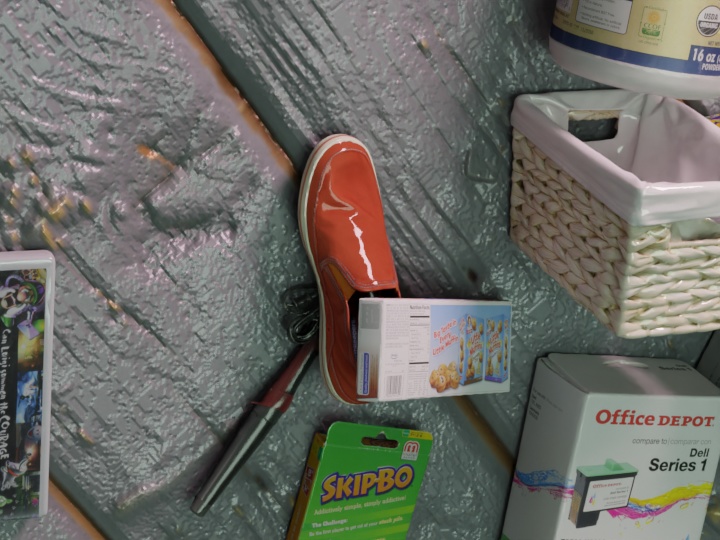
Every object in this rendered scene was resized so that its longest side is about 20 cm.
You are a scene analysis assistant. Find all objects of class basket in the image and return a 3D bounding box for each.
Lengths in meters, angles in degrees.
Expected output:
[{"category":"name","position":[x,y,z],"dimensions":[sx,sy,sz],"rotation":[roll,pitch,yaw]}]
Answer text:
[{"category":"basket","position":[0.205,-0.045,1.466],"dimensions":[0.135,0.200,0.124],"rotation":[-4,115,-23]}]

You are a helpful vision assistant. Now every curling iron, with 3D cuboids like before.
[{"category":"curling iron","position":[-0.074,0.096,1.488],"dimensions":[0.049,0.026,0.201],"rotation":[29,94,-33]}]

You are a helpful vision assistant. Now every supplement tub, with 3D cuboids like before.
[{"category":"supplement tub","position":[0.223,-0.236,1.432],"dimensions":[0.143,0.144,0.202],"rotation":[3,108,-25]}]

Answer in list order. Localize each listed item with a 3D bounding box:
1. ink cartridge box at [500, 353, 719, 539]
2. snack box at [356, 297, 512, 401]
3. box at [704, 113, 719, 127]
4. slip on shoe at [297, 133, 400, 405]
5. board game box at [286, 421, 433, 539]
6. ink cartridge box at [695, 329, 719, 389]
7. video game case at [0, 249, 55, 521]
[{"category":"ink cartridge box","position":[0.204,0.177,1.610],"dimensions":[0.144,0.084,0.202],"rotation":[3,107,-25]},{"category":"snack box","position":[0.058,0.057,1.465],"dimensions":[0.200,0.024,0.073],"rotation":[2,89,-59]},{"category":"box","position":[0.377,-0.049,1.538],"dimensions":[0.191,0.200,0.123],"rotation":[-12,113,-19]},{"category":"slip on shoe","position":[0.000,0.000,1.450],"dimensions":[0.074,0.061,0.202],"rotation":[-9,96,-36]},{"category":"board game box","position":[-0.011,0.212,1.559],"dimensions":[0.095,0.030,0.201],"rotation":[9,107,-27]},{"category":"ink cartridge box","position":[0.380,0.120,1.604],"dimensions":[0.145,0.200,0.085],"rotation":[24,95,-29]},{"category":"video game case","position":[-0.306,0.087,1.383],"dimensions":[0.180,0.023,0.202],"rotation":[-3,109,-23]}]
